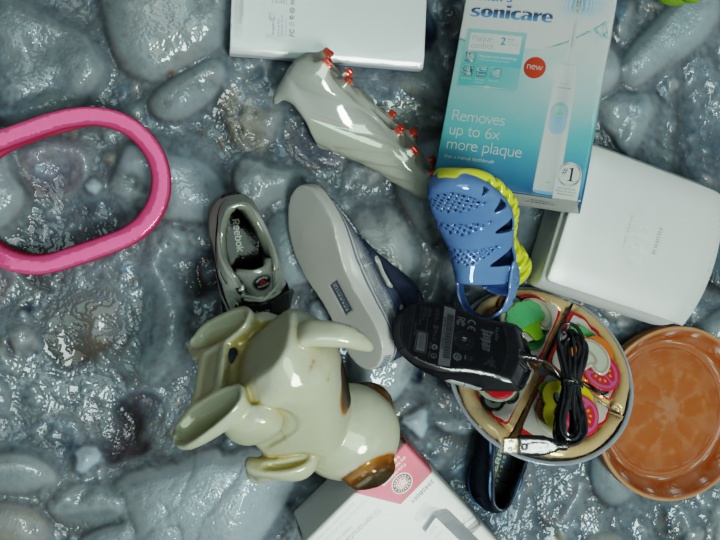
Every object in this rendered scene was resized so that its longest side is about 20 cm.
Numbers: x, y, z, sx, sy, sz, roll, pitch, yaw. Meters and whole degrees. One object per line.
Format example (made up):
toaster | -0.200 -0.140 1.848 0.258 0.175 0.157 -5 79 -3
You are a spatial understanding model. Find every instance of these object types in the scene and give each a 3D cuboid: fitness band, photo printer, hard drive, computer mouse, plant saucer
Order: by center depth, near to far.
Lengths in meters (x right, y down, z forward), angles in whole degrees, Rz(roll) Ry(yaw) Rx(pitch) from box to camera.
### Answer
fitness band | -0.282 -0.077 0.736 0.199 0.037 0.144 -20 97 -9
computer mouse | 0.123 0.109 0.736 0.199 0.046 0.141 9 59 -7
hard drive | -0.031 -0.279 0.782 0.199 0.025 0.133 2 93 -12
photo printer | 0.298 -0.035 0.841 0.199 0.069 0.167 18 89 -12
plant saucer | 0.356 0.163 0.884 0.199 0.032 0.202 -1 94 -12

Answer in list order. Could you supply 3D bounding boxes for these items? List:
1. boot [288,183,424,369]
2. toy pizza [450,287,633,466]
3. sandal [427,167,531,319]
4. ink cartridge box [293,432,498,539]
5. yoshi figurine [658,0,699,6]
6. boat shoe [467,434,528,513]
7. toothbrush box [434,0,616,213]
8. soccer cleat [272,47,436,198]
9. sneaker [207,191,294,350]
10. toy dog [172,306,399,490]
boot | 0.000 0.000 0.791 0.090 0.073 0.201 -16 79 -46
toy pizza | 0.189 0.100 0.789 0.199 0.032 0.201 4 58 -6
sandal | 0.116 -0.020 0.750 0.200 0.079 0.087 54 52 -43
ink cartridge box | 0.051 0.286 0.801 0.146 0.085 0.200 -43 102 -6
yoshi figurine | 0.330 -0.374 0.831 0.112 0.112 0.201 -4 77 -51
boat shoe | 0.176 0.165 0.826 0.084 0.069 0.201 11 88 -10
toothbrush box | 0.166 -0.170 0.769 0.146 0.085 0.201 11 88 16
soccer cleat | 0.000 -0.138 0.782 0.200 0.069 0.078 41 115 -18
sneaker | -0.105 0.022 0.753 0.074 0.088 0.201 -20 99 -11
toy dog | -0.044 0.122 0.716 0.193 0.140 0.200 -34 127 16
